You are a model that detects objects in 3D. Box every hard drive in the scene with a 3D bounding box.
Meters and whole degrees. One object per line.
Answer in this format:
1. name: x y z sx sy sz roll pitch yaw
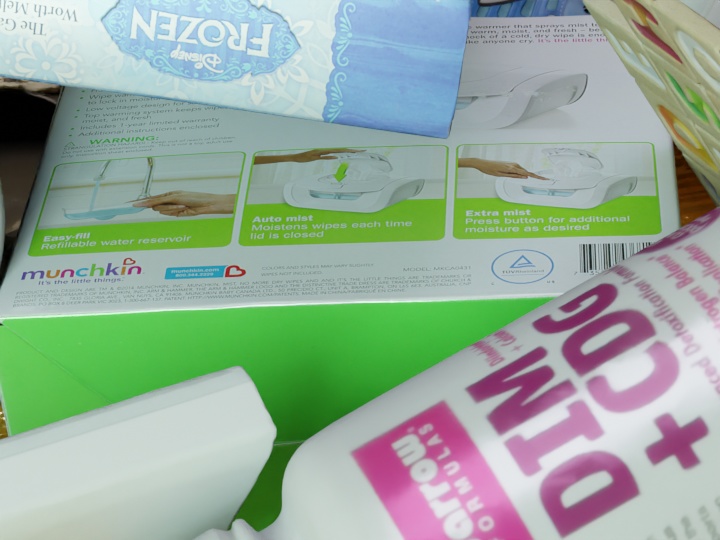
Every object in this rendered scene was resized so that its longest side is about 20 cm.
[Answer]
1. hard drive: -0.127 0.090 0.658 0.199 0.132 0.027 -16 65 -29

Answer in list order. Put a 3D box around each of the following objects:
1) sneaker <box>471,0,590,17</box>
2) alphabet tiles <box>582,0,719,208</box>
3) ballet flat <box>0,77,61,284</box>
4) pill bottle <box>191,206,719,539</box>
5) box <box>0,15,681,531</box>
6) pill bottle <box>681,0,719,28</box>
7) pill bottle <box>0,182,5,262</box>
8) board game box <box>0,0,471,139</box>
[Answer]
1. sneaker: 0.060 -0.092 0.995 0.199 0.079 0.090 -27 43 -28
2. alphabet tiles: 0.132 -0.001 0.733 0.008 0.200 0.167 -41 38 -2
3. ballet flat: -0.125 -0.030 0.946 0.067 0.047 0.200 -4 31 0
4. pill bottle: 0.051 0.070 0.660 0.199 0.114 0.113 -29 35 -7
5. box: 0.000 0.000 0.830 0.198 0.097 0.177 -3 31 4
6. pill bottle: 0.129 -0.131 0.933 0.111 0.113 0.201 -11 45 -10
7. pill bottle: -0.182 -0.016 0.826 0.111 0.113 0.200 -16 7 -17
8. board game box: -0.067 -0.093 0.786 0.197 0.044 0.200 9 16 0
